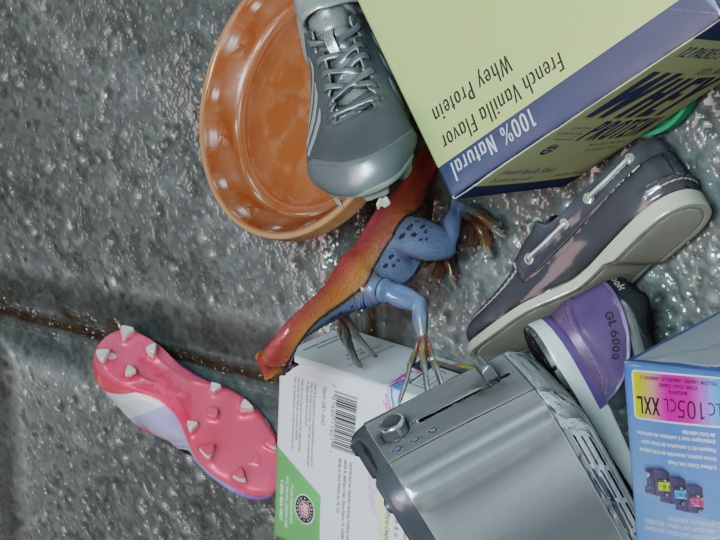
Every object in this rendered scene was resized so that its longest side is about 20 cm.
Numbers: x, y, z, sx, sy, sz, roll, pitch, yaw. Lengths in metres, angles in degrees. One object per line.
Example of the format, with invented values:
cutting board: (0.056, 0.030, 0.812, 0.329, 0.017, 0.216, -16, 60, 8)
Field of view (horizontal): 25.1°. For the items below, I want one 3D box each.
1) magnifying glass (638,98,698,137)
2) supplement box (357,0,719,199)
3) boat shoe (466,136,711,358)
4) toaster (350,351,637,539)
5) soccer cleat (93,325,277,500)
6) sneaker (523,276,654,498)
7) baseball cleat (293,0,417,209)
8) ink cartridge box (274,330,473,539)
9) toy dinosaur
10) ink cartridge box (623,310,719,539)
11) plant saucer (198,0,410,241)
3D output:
magnifying glass: (0.128, -0.146, 1.037, 0.199, 0.022, 0.080, 26, 116, 28)
supplement box: (0.116, -0.179, 0.943, 0.199, 0.134, 0.201, -34, 76, 34)
boat shoe: (0.138, -0.011, 1.044, 0.200, 0.072, 0.063, -40, 58, 35)
toaster: (0.093, 0.148, 0.987, 0.201, 0.128, 0.114, 59, 177, -22)
soccer cleat: (-0.136, 0.120, 1.298, 0.199, 0.067, 0.077, 35, 152, 19)
sneaker: (0.188, 0.099, 1.021, 0.201, 0.087, 0.076, 60, 176, -17)
baseball cleat: (-0.014, -0.117, 0.967, 0.069, 0.200, 0.107, -20, 116, 4)
ink cartridge box: (0.041, 0.140, 1.140, 0.198, 0.084, 0.146, 15, 111, 34)
toy dinosaur: (0.000, 0.000, 1.066, 0.105, 0.180, 0.202, -23, 81, 49)
ink cartridge box: (0.226, 0.136, 0.961, 0.076, 0.136, 0.202, 2, 103, 40)
plant saucer: (-0.036, -0.120, 1.128, 0.199, 0.032, 0.203, -10, 75, 42)
